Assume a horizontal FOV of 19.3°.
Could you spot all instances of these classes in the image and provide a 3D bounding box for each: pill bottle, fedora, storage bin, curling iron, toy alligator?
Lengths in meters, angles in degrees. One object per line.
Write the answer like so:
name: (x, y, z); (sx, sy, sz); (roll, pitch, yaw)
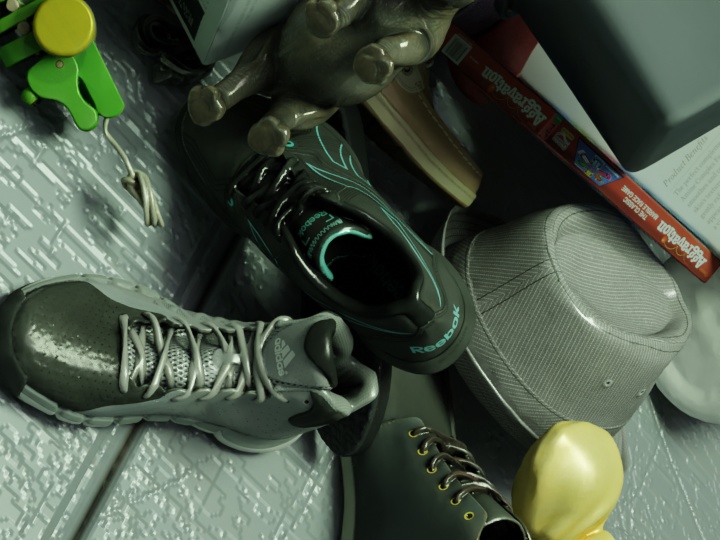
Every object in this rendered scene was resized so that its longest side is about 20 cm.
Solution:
pill bottle: (0.282, 0.029, 1.395); (0.199, 0.116, 0.118); (-11, 84, -48)
fedora: (0.127, 0.025, 1.216); (0.199, 0.090, 0.178); (25, 42, -47)
storage bin: (0.156, -0.140, 1.091); (0.145, 0.200, 0.135); (-30, 85, -3)
curling iron: (-0.142, -0.168, 1.089); (0.200, 0.025, 0.050); (45, 46, -25)
toy alligator: (-0.154, -0.108, 1.042); (0.054, 0.059, 0.202); (-19, 95, -4)

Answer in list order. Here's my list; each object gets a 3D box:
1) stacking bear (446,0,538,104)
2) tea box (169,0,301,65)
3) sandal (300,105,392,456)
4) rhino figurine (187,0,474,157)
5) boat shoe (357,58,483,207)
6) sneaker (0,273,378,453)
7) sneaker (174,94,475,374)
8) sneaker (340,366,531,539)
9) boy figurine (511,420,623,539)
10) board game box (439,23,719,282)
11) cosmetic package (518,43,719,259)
stacking bear: (0.029, -0.211, 1.221); (0.200, 0.122, 0.114); (37, 12, -26)
tea box: (-0.030, -0.246, 1.077); (0.196, 0.134, 0.201); (-26, 83, -19)
sandal: (0.000, 0.000, 1.142); (0.045, 0.075, 0.202); (9, 67, -35)
rhino figurine: (0.010, -0.122, 1.025); (0.060, 0.199, 0.087); (57, 35, -6)
boat shoe: (0.012, -0.122, 1.181); (0.064, 0.071, 0.200); (-42, 108, -6)
sneaker: (-0.071, 0.037, 1.025); (0.199, 0.115, 0.076); (15, 69, -43)
sneaker: (-0.022, -0.032, 1.068); (0.200, 0.076, 0.079); (40, 0, 20)
sneaker: (0.046, 0.108, 1.129); (0.074, 0.106, 0.202); (22, 61, -39)
boy figurine: (0.102, 0.176, 1.148); (0.064, 0.124, 0.202); (-13, 107, -49)
board game box: (0.127, -0.064, 1.209); (0.200, 0.019, 0.103); (35, 9, -47)
cosmetic package: (0.190, -0.095, 1.271); (0.200, 0.102, 0.074); (43, 5, 11)
